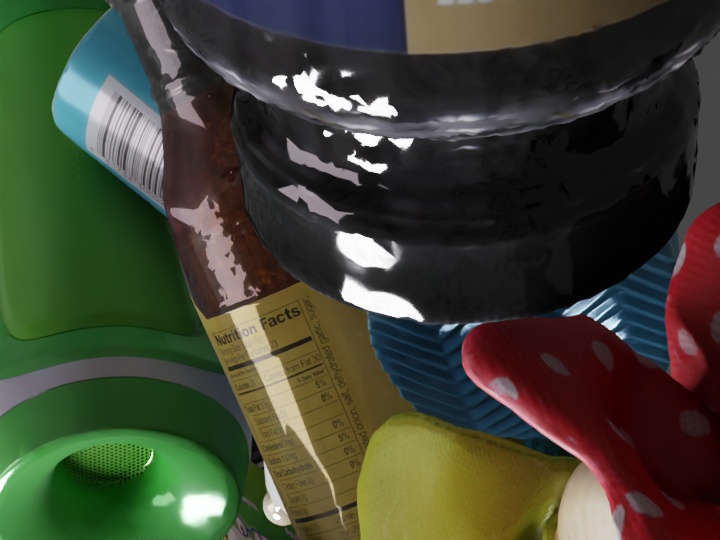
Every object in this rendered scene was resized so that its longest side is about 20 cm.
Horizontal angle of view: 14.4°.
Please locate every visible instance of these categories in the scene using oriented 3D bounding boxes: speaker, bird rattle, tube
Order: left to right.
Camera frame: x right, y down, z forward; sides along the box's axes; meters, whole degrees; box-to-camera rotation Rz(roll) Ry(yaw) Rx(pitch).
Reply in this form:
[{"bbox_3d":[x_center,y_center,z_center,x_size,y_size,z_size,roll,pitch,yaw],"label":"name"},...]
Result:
[{"bbox_3d":[-0.083,-0.007,0.857,0.089,0.088,0.201,84,177,-49],"label":"speaker"},{"bbox_3d":[0.000,0.000,0.782,0.200,0.050,0.078,41,163,19],"label":"tube"},{"bbox_3d":[0.079,0.073,0.569,0.164,0.112,0.200,61,157,2],"label":"bird rattle"}]

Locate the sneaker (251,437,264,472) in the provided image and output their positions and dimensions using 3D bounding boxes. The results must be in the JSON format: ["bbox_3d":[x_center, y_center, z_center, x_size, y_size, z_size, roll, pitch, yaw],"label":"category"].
[{"bbox_3d":[-0.069,0.004,1.027,0.200,0.074,0.080,52,-155,-22],"label":"sneaker"}]

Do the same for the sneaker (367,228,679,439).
[{"bbox_3d":[0.030,-0.045,0.642,0.081,0.076,0.201,-83,-17,-49],"label":"sneaker"}]

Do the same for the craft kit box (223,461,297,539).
[{"bbox_3d":[-0.001,0.173,1.008,0.200,0.048,0.198,42,-156,-52],"label":"craft kit box"}]

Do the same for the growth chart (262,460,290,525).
[{"bbox_3d":[0.001,0.109,0.831,0.145,0.018,0.201,86,166,-50],"label":"growth chart"}]

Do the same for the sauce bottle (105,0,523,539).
[{"bbox_3d":[-0.009,0.003,0.721,0.066,0.066,0.201,165,83,-81],"label":"sauce bottle"}]

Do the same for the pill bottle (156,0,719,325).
[{"bbox_3d":[0.013,-0.094,0.464,0.112,0.111,0.201,-118,17,-49],"label":"pill bottle"}]
